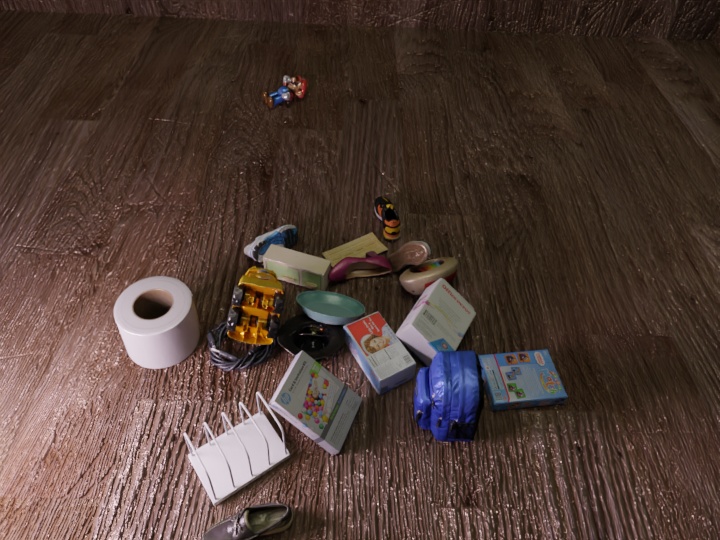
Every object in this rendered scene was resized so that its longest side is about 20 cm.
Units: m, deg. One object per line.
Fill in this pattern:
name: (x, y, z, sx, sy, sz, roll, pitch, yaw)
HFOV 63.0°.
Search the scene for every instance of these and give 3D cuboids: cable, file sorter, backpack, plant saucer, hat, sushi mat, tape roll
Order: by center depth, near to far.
file sorter: (-0.278, 0.392, 1.326, 0.197, 0.126, 0.139, -26, 52, -27)
backpack: (0.212, 0.295, 1.396, 0.163, 0.203, 0.165, 0, 45, -3)
tape roll: (-0.534, 0.135, 1.553, 0.197, 0.141, 0.206, 1, 45, -1)
hat: (-0.132, 0.200, 1.554, 0.195, 0.083, 0.202, 6, 28, -3)
cable: (-0.308, 0.189, 1.575, 0.195, 0.052, 0.165, -11, 45, -16)
plant saucer: (-0.085, 0.107, 1.633, 0.195, 0.037, 0.200, 10, 15, -3)
sushi mat: (-0.018, -0.059, 1.862, 0.197, 0.012, 0.096, -24, 53, -24)

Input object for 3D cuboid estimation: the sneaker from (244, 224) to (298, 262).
sneaker: (-0.283, -0.095, 1.846, 0.085, 0.077, 0.198, 11, 30, 43)

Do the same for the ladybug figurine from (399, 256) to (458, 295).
ladybug figurine: (0.209, 0.018, 1.741, 0.196, 0.074, 0.135, -20, 16, -19)

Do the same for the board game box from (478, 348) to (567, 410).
board game box: (0.419, 0.283, 1.535, 0.195, 0.037, 0.153, -4, 46, -7)

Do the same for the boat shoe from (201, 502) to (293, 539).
boat shoe: (-0.239, 0.530, 1.233, 0.196, 0.066, 0.074, -16, 49, -17)

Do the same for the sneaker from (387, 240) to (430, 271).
sneaker: (0.171, -0.057, 1.766, 0.107, 0.199, 0.071, -24, 89, -32)

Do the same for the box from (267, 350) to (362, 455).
box: (-0.103, 0.314, 1.402, 0.199, 0.041, 0.157, 40, 47, -10)

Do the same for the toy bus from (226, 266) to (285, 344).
toy bus: (-0.266, 0.061, 1.543, 0.132, 0.203, 0.194, 12, 39, -10)

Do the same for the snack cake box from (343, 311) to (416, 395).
snack cake box: (0.048, 0.215, 1.559, 0.113, 0.068, 0.201, -21, 50, -20)

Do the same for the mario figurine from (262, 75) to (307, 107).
mario figurine: (-0.315, -0.770, 2.475, 0.197, 0.106, 0.125, -29, 87, -19)

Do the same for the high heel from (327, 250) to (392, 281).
high heel: (0.000, 0.000, 1.766, 0.197, 0.069, 0.096, -27, 47, -28)

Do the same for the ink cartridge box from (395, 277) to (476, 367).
ink cartridge box: (0.207, 0.143, 1.590, 0.144, 0.085, 0.201, 44, 52, -4)

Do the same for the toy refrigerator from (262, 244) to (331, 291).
toy refrigerator: (-0.190, -0.005, 1.756, 0.195, 0.077, 0.071, 16, 46, 11)

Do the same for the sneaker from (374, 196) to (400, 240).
sneaker: (0.094, -0.197, 1.949, 0.068, 0.091, 0.203, -6, 46, -9)
